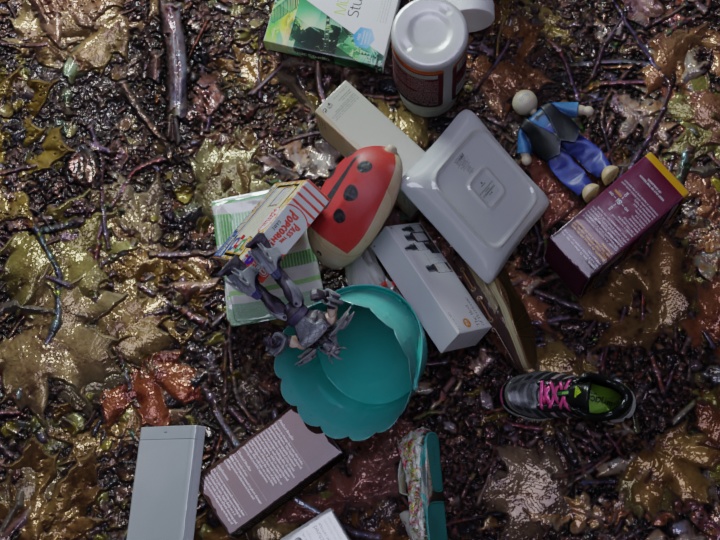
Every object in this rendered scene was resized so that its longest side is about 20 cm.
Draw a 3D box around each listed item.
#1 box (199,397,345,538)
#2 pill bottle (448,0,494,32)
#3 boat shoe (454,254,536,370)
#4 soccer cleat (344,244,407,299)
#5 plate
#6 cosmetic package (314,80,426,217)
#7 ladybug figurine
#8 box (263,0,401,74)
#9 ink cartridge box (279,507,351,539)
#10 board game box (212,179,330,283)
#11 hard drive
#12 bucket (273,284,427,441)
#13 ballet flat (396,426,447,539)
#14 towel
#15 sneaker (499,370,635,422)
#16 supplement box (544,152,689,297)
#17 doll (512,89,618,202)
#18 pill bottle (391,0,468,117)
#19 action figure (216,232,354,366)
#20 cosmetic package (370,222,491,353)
[{"bbox_3d":[-0.129,0.283,1.693,0.199,0.075,0.101,-36,75,-4],"label":"box"},{"bbox_3d":[0.164,-0.484,1.856,0.111,0.112,0.203,-4,76,2],"label":"pill bottle"},{"bbox_3d":[0.196,0.059,1.744,0.072,0.072,0.202,-28,82,27],"label":"boat shoe"},{"bbox_3d":[0.000,0.000,1.764,0.078,0.069,0.201,-46,60,33],"label":"soccer cleat"},{"bbox_3d":[0.177,-0.116,1.729,0.200,0.032,0.200,47,56,-8],"label":"plate"},{"bbox_3d":[0.027,-0.183,1.790,0.073,0.104,0.200,-44,76,-7],"label":"cosmetic package"},{"bbox_3d":[-0.014,-0.098,1.690,0.201,0.071,0.136,-58,35,11],"label":"ladybug figurine"},{"bbox_3d":[-0.043,-0.405,1.886,0.197,0.036,0.146,12,76,7],"label":"box"},{"bbox_3d":[-0.086,0.448,1.641,0.199,0.084,0.147,-32,76,-6],"label":"ink cartridge box"},{"bbox_3d":[-0.132,-0.059,1.695,0.046,0.200,0.152,42,81,-15],"label":"board game box"},{"bbox_3d":[-0.279,0.324,1.677,0.131,0.027,0.203,-9,71,43],"label":"hard drive"},{"bbox_3d":[-0.005,0.123,1.660,0.204,0.135,0.210,4,103,18],"label":"bucket"},{"bbox_3d":[0.086,0.326,1.681,0.063,0.075,0.203,-14,68,31],"label":"ballet flat"},{"bbox_3d":[-0.144,-0.025,1.799,0.150,0.023,0.203,-12,75,0],"label":"towel"},{"bbox_3d":[0.300,0.178,1.687,0.197,0.088,0.075,5,76,5],"label":"sneaker"},{"bbox_3d":[0.373,-0.066,1.735,0.199,0.110,0.086,-40,76,-7],"label":"supplement box"},{"bbox_3d":[0.307,-0.202,1.807,0.136,0.048,0.200,-42,70,2],"label":"doll"},{"bbox_3d":[0.103,-0.313,1.769,0.112,0.200,0.116,-1,75,2],"label":"pill bottle"},{"bbox_3d":[-0.095,0.049,1.564,0.130,0.069,0.200,-43,94,12],"label":"action figure"},{"bbox_3d":[0.103,0.022,1.723,0.082,0.051,0.201,-10,58,-44],"label":"cosmetic package"}]
